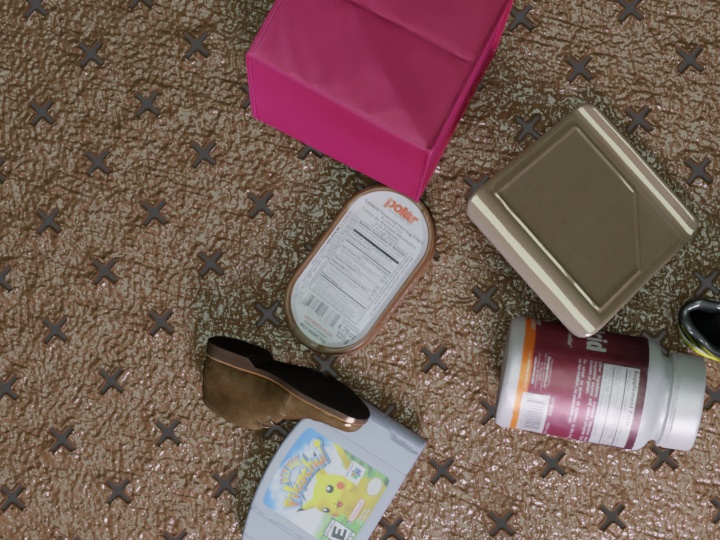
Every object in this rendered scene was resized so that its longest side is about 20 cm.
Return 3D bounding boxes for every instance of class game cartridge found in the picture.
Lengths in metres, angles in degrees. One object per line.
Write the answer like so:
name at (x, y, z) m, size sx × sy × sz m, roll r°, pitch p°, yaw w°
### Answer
game cartridge at (-0.036, 0.230, 1.492) m, size 0.133 × 0.040 × 0.201 m, roll 31°, pitch 90°, yaw 8°

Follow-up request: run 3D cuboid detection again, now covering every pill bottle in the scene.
pill bottle at (0.242, 0.118, 1.437) m, size 0.198 × 0.114 × 0.115 m, roll 10°, pitch 89°, yaw 4°

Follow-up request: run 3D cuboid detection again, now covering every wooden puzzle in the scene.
wooden puzzle at (0.228, -0.053, 1.455) m, size 0.200 × 0.037 × 0.185 m, roll -39°, pitch 85°, yaw -26°

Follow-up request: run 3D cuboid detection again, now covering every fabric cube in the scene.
fabric cube at (0.020, -0.217, 1.407) m, size 0.198 × 0.196 × 0.201 m, roll 27°, pitch 79°, yaw 4°

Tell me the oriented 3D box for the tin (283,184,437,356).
tin at (0.000, 0.000, 1.496) m, size 0.112 × 0.042 × 0.201 m, roll 36°, pitch 91°, yaw 0°

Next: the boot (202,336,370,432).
boot at (-0.080, 0.136, 1.470) m, size 0.199 × 0.073 × 0.076 m, roll 20°, pitch 102°, yaw 27°

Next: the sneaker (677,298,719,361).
sneaker at (0.404, 0.084, 1.416) m, size 0.199 × 0.085 × 0.075 m, roll 21°, pitch 90°, yaw 26°
